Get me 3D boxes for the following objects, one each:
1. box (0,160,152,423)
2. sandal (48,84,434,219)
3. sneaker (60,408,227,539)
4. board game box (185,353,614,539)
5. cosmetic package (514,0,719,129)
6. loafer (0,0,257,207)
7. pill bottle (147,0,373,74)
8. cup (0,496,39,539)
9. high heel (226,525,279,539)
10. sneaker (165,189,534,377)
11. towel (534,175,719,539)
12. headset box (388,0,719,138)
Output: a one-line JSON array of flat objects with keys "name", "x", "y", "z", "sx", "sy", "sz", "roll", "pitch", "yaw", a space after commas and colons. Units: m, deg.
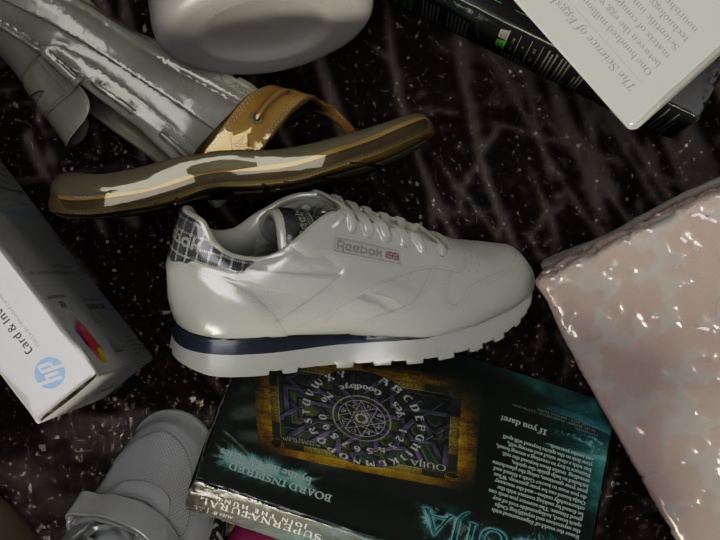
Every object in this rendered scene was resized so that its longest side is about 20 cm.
[{"name": "box", "x": -0.189, "y": -0.020, "z": 0.857, "sx": 0.041, "sy": 0.156, "sz": 0.200, "roll": -39, "pitch": 89, "yaw": 2}, {"name": "sandal", "x": -0.058, "y": -0.063, "z": 0.857, "sx": 0.198, "sy": 0.080, "sz": 0.055, "roll": -9, "pitch": 87, "yaw": -10}, {"name": "sneaker", "x": -0.126, "y": 0.145, "z": 0.845, "sx": 0.075, "sy": 0.115, "sz": 0.201, "roll": 13, "pitch": 64, "yaw": 16}, {"name": "board game box", "x": 0.025, "y": 0.094, "z": 0.874, "sx": 0.198, "sy": 0.028, "sz": 0.136, "roll": 18, "pitch": 46, "yaw": 2}, {"name": "cosmetic package", "x": 0.135, "y": -0.209, "z": 0.738, "sx": 0.200, "sy": 0.123, "sz": 0.200, "roll": 49, "pitch": 128, "yaw": 3}, {"name": "loafer", "x": -0.145, "y": -0.100, "z": 0.902, "sx": 0.199, "sy": 0.070, "sz": 0.070, "roll": 26, "pitch": 80, "yaw": 1}, {"name": "pill bottle", "x": -0.061, "y": -0.211, "z": 0.871, "sx": 0.111, "sy": 0.112, "sz": 0.202, "roll": -10, "pitch": 72, "yaw": 0}, {"name": "cup", "x": -0.256, "y": 0.197, "z": 0.857, "sx": 0.198, "sy": 0.143, "sz": 0.202, "roll": 0, "pitch": 88, "yaw": 1}, {"name": "high heel", "x": 0.022, "y": 0.183, "z": 0.901, "sx": 0.199, "sy": 0.067, "sz": 0.096, "roll": 36, "pitch": 100, "yaw": 7}, {"name": "sneaker", "x": 0.000, "y": 0.000, "z": 0.866, "sx": 0.198, "sy": 0.076, "sz": 0.081, "roll": -7, "pitch": 108, "yaw": -24}, {"name": "towel", "x": 0.213, "y": 0.038, "z": 0.861, "sx": 0.199, "sy": 0.032, "sz": 0.192, "roll": -26, "pitch": 104, "yaw": 22}, {"name": "headset box", "x": 0.116, "y": -0.193, "z": 0.890, "sx": 0.199, "sy": 0.093, "sz": 0.175, "roll": 27, "pitch": 88, "yaw": 2}]
